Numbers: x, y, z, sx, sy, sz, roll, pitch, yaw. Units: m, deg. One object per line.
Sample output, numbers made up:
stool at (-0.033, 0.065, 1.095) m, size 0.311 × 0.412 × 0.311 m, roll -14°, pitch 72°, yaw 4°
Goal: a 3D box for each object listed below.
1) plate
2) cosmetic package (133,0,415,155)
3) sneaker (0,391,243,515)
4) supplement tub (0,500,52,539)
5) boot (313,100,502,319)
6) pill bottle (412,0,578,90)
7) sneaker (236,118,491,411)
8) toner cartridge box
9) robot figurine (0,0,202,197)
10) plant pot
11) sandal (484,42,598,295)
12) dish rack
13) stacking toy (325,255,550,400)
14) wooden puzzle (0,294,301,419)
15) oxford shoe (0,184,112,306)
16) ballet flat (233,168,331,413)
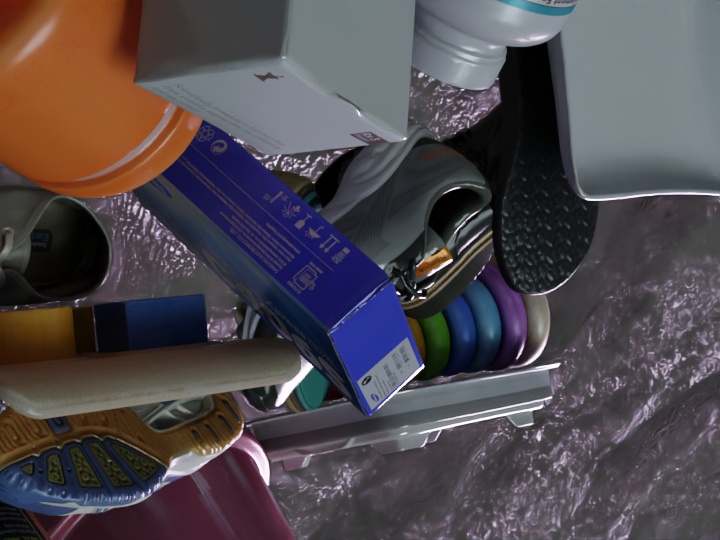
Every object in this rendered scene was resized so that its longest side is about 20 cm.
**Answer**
plate at (0.174, -0.144, 1.030) m, size 0.200 × 0.032 × 0.200 m, roll -5°, pitch 87°, yaw -48°
cosmetic package at (-0.030, -0.162, 0.708) m, size 0.113 × 0.081 × 0.201 m, roll 28°, pitch 64°, yaw -57°
sneaker at (-0.149, 0.110, 0.905) m, size 0.088 × 0.075 × 0.200 m, roll -37°, pitch 164°, yaw 27°
supplement tub at (-0.224, 0.166, 0.856) m, size 0.122 × 0.200 × 0.123 m, roll -30°, pitch 146°, yaw -23°
boot at (0.058, -0.073, 1.042) m, size 0.200 × 0.077 × 0.138 m, roll -54°, pitch 137°, yaw 0°
pill bottle at (0.085, -0.200, 0.875) m, size 0.111 × 0.111 × 0.200 m, roll -6°, pitch 133°, yaw -47°
sneaker at (0.000, 0.000, 0.930) m, size 0.200 × 0.079 × 0.074 m, roll -52°, pitch 153°, yaw -17°
toner cartridge box at (-0.055, -0.017, 0.837) m, size 0.043 × 0.200 × 0.095 m, roll -41°, pitch 149°, yaw -13°
robot figurine at (-0.142, -0.103, 0.718) m, size 0.200 × 0.116 × 0.144 m, roll 41°, pitch 64°, yaw -59°
plant pot at (-0.117, 0.205, 1.052) m, size 0.200 × 0.179 × 0.200 m, roll -31°, pitch 147°, yaw -23°
sandal at (0.111, -0.082, 1.022) m, size 0.075 × 0.048 × 0.201 m, roll 7°, pitch 81°, yaw -27°
dish rack at (0.032, 0.105, 1.148) m, size 0.171 × 0.044 × 0.200 m, roll -15°, pitch 173°, yaw 43°
stacking toy at (0.037, 0.046, 1.152) m, size 0.200 × 0.085 × 0.086 m, roll -13°, pitch 137°, yaw -34°
wooden puzzle at (-0.160, 0.038, 0.823) m, size 0.185 × 0.200 × 0.046 m, roll -4°, pitch 93°, yaw -47°
oxford shoe at (-0.203, -0.011, 0.791) m, size 0.200 × 0.058 × 0.075 m, roll -4°, pitch 107°, yaw -46°
ballet flat at (-0.052, 0.009, 1.010) m, size 0.069 × 0.063 × 0.200 m, roll -52°, pitch 153°, yaw -37°
